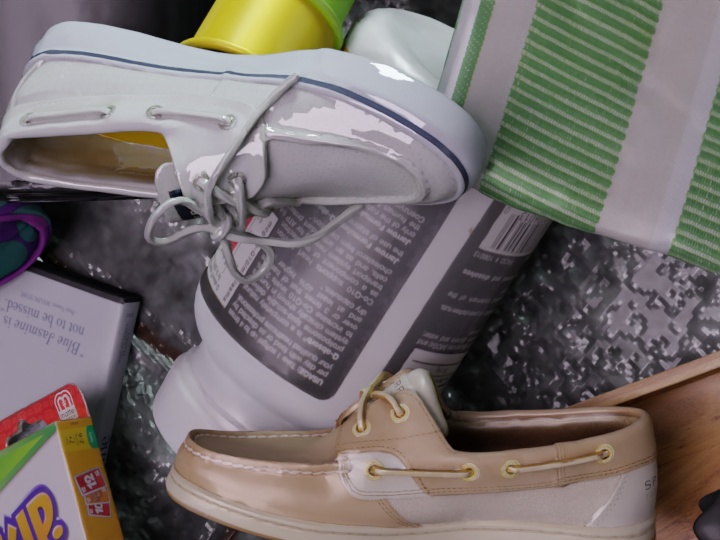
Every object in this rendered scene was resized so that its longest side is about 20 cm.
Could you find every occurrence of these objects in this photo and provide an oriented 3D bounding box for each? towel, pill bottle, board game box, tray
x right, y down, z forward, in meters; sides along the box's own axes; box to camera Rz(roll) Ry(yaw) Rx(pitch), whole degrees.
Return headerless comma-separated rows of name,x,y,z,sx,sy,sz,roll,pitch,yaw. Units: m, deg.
towel,0.134,-0.079,1.127,0.199,0.023,0.153,17,84,0
pill bottle,0.000,0.000,1.216,0.116,0.116,0.200,40,110,21
board game box,-0.136,0.159,1.309,0.095,0.030,0.201,-28,71,43
tray,0.160,0.082,1.179,0.199,0.037,0.099,-22,82,29

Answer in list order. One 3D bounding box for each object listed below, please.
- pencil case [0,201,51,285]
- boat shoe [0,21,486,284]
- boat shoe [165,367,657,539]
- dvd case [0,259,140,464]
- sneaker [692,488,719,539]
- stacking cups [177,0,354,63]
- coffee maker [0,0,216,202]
pencil case,-0.218,-0.085,1.342,0.092,0.085,0.201,-26,73,4
boat shoe,-0.055,-0.039,1.105,0.201,0.075,0.086,13,58,23
boat shoe,0.023,0.073,1.157,0.199,0.074,0.070,5,105,-6
dvd case,-0.186,0.088,1.379,0.142,0.018,0.201,18,101,26
sneaker,0.159,0.173,1.134,0.111,0.077,0.201,11,113,9
stacking cups,-0.006,-0.147,1.191,0.060,0.061,0.201,14,58,27
coffee maker,-0.124,-0.130,1.235,0.134,0.192,0.201,-2,92,29
